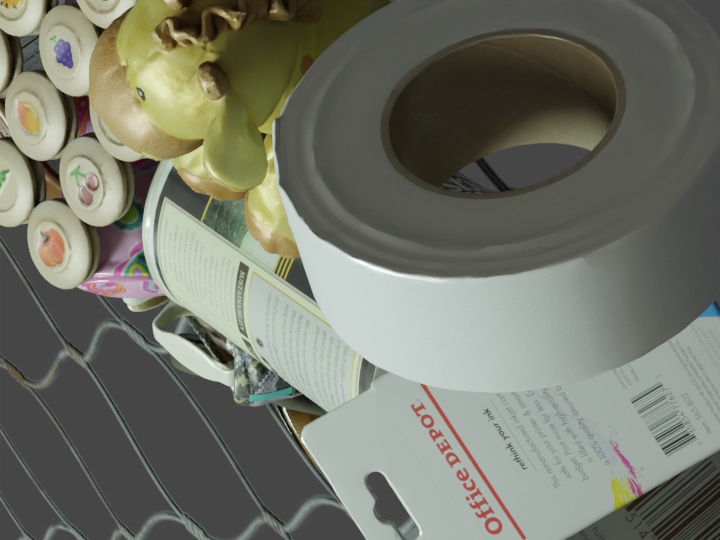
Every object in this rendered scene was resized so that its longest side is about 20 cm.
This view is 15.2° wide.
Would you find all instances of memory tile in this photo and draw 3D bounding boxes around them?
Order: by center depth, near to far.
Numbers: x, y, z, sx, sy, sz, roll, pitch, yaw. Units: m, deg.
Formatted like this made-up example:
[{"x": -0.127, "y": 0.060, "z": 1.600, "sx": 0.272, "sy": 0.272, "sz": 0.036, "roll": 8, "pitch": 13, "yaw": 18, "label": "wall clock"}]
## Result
[{"x": -0.164, "y": -0.100, "z": 1.448, "sx": 0.153, "sy": 0.017, "sz": 0.200, "roll": 49, "pitch": 130, "yaw": 21, "label": "memory tile"}]

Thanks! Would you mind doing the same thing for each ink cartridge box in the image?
[{"x": 0.084, "y": 0.062, "z": 1.280, "sx": 0.115, "sy": 0.200, "sz": 0.068, "roll": 57, "pitch": -169, "yaw": -10, "label": "ink cartridge box"}]

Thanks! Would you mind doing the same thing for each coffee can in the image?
[{"x": 0.000, "y": 0.000, "z": 1.428, "sx": 0.200, "sy": 0.146, "sz": 0.147, "roll": 33, "pitch": 152, "yaw": 40, "label": "coffee can"}]

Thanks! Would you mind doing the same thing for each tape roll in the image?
[{"x": 0.065, "y": -0.043, "z": 1.156, "sx": 0.202, "sy": 0.202, "sz": 0.071, "roll": 34, "pitch": 153, "yaw": 39, "label": "tape roll"}]

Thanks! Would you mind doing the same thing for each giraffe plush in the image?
[{"x": -0.054, "y": -0.097, "z": 1.252, "sx": 0.173, "sy": 0.162, "sz": 0.200, "roll": 43, "pitch": 121, "yaw": 15, "label": "giraffe plush"}]

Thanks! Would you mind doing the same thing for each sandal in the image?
[{"x": -0.028, "y": 0.094, "z": 1.658, "sx": 0.199, "sy": 0.055, "sz": 0.082, "roll": 21, "pitch": 178, "yaw": -14, "label": "sandal"}]

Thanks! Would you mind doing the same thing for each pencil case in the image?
[{"x": -0.126, "y": -0.085, "z": 1.520, "sx": 0.087, "sy": 0.087, "sz": 0.201, "roll": 168, "pitch": 106, "yaw": -66, "label": "pencil case"}]

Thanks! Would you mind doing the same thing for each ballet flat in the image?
[{"x": -0.101, "y": 0.010, "z": 1.580, "sx": 0.200, "sy": 0.072, "sz": 0.072, "roll": 47, "pitch": 160, "yaw": 36, "label": "ballet flat"}]

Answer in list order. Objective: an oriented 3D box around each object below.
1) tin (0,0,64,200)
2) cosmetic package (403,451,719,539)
[{"x": -0.193, "y": -0.129, "z": 1.672, "sx": 0.200, "sy": 0.112, "sz": 0.042, "roll": 55, "pitch": 149, "yaw": -9, "label": "tin"}, {"x": 0.117, "y": 0.177, "z": 1.440, "sx": 0.168, "sy": 0.166, "sz": 0.200, "roll": 51, "pitch": 159, "yaw": 3, "label": "cosmetic package"}]
